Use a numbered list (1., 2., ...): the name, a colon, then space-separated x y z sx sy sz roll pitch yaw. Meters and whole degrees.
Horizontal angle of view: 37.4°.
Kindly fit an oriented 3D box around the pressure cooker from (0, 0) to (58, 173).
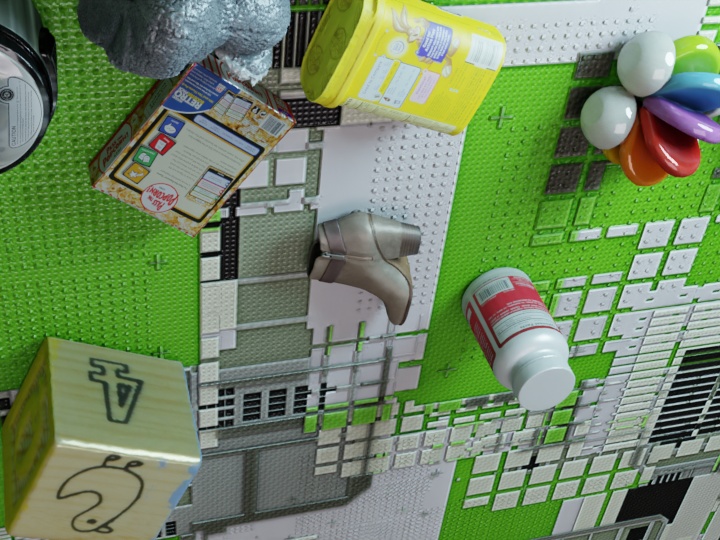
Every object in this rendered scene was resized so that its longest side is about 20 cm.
1. pressure cooker: -0.388 -0.184 1.029 0.178 0.200 0.176 -34 133 10

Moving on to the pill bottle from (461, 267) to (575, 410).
1. pill bottle: 0.227 0.098 1.518 0.112 0.200 0.112 -11 134 -11

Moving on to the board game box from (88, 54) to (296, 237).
1. board game box: -0.197 -0.147 1.242 0.151 0.046 0.200 29 116 -38

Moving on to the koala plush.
1. koala plush: -0.152 -0.268 1.078 0.200 0.184 0.178 1 128 -39

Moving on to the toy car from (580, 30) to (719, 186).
1. toy car: 0.396 -0.196 1.352 0.175 0.150 0.200 13 125 -30

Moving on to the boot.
1. boot: 0.000 0.000 1.445 0.146 0.070 0.200 -2 130 -11

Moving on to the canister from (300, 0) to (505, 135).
1. canister: 0.051 -0.241 1.226 0.200 0.087 0.149 10 126 -30

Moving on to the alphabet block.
1. alphabet block: -0.351 0.232 1.423 0.200 0.197 0.196 14 123 -30
